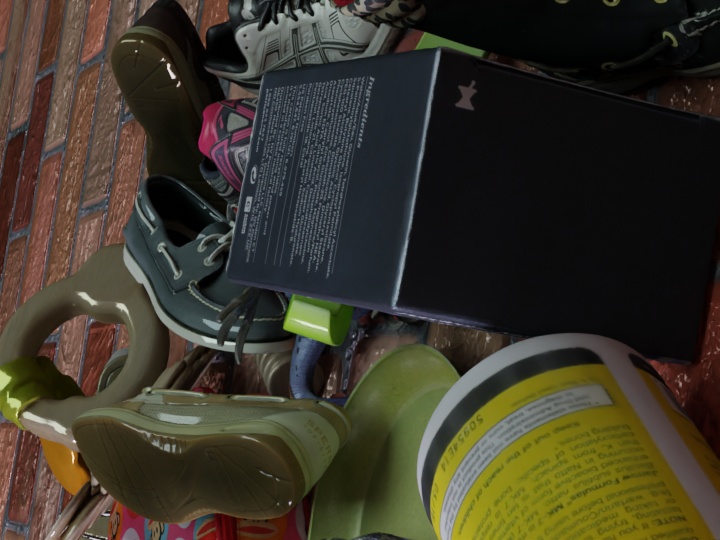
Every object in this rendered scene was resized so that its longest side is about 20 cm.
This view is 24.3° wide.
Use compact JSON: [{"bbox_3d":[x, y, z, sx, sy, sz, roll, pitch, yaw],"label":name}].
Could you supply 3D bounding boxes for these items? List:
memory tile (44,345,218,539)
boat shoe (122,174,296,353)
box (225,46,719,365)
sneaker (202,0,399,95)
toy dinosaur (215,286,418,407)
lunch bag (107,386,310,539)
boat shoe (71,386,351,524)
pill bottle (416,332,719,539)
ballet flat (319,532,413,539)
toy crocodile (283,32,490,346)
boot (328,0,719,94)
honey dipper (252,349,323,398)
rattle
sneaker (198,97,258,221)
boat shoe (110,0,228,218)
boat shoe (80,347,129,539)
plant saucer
[{"bbox_3d":[-0.154,0.117,1.145,0.154,0.017,0.200,-55,0,2],"label":"memory tile"},{"bbox_3d":[-0.099,-0.005,1.068,0.200,0.072,0.062,37,124,53],"label":"boat shoe"},{"bbox_3d":[0.046,-0.029,0.761,0.200,0.147,0.108,6,85,66],"label":"box"},{"bbox_3d":[-0.039,-0.162,1.081,0.200,0.087,0.076,-36,46,55],"label":"sneaker"},{"bbox_3d":[0.000,0.000,0.986,0.200,0.104,0.183,-53,-20,-57],"label":"toy dinosaur"},{"bbox_3d":[-0.099,0.190,1.076,0.200,0.081,0.178,-53,39,46],"label":"lunch bag"},{"bbox_3d":[-0.091,0.100,0.974,0.200,0.063,0.074,-7,113,46],"label":"boat shoe"},{"bbox_3d":[0.100,0.123,0.617,0.115,0.113,0.201,-66,26,25],"label":"pill bottle"},{"bbox_3d":[-0.023,0.167,0.850,0.200,0.071,0.073,-29,54,60],"label":"ballet flat"},{"bbox_3d":[0.014,-0.053,0.886,0.201,0.067,0.062,-59,-8,-5],"label":"toy crocodile"},{"bbox_3d":[0.088,-0.130,0.705,0.203,0.152,0.074,-16,65,63],"label":"boot"},{"bbox_3d":[-0.069,0.021,1.122,0.038,0.038,0.200,-67,27,23],"label":"honey dipper"},{"bbox_3d":[-0.165,0.053,1.210,0.129,0.143,0.201,9,59,37],"label":"rattle"},{"bbox_3d":[-0.071,-0.070,1.094,0.200,0.074,0.082,116,159,-72],"label":"sneaker"},{"bbox_3d":[-0.118,-0.105,1.192,0.066,0.071,0.202,-61,-29,-33],"label":"boat shoe"},{"bbox_3d":[-0.181,0.158,1.287,0.068,0.074,0.202,-106,29,-80],"label":"boat shoe"},{"bbox_3d":[0.026,0.140,0.874,0.200,0.031,0.202,-41,43,54],"label":"plant saucer"}]
